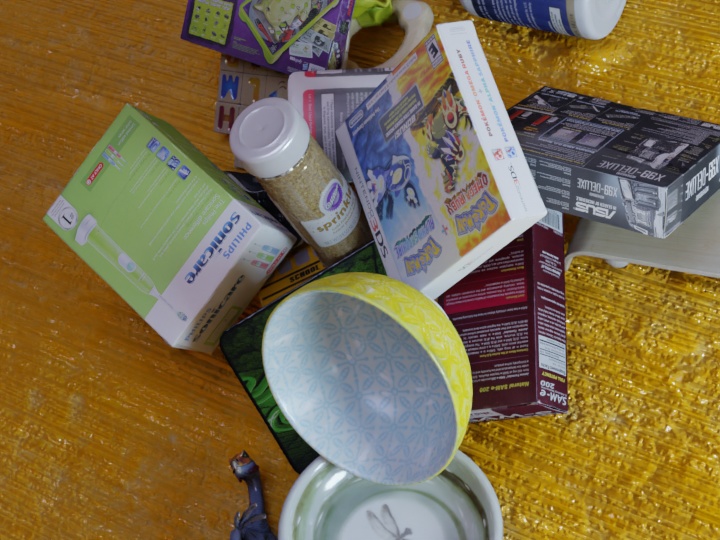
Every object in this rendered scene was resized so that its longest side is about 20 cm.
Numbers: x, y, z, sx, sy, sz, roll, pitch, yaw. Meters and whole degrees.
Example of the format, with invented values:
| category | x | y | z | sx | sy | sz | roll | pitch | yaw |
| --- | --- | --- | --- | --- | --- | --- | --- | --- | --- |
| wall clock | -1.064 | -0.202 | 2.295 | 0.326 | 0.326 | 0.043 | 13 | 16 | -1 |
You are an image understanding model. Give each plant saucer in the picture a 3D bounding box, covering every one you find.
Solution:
| category | x | y | z | sx | sy | sz | roll | pitch | yaw |
| --- | --- | --- | --- | --- | --- | --- | --- | --- | --- |
| plant saucer | 0.027 | 0.238 | 1.344 | 0.198 | 0.050 | 0.202 | -3 | 50 | 4 |

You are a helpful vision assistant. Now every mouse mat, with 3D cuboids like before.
| category | x | y | z | sx | sy | sz | roll | pitch | yaw |
| --- | --- | --- | --- | --- | --- | --- | --- | --- | --- |
| mouse mat | -0.014 | 0.081 | 1.429 | 0.199 | 0.008 | 0.162 | -31 | 95 | 8 |

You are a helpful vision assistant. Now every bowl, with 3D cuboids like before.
| category | x | y | z | sx | sy | sz | roll | pitch | yaw |
| --- | --- | --- | --- | --- | --- | --- | --- | --- | --- |
| bowl | 0.023 | 0.076 | 1.331 | 0.198 | 0.202 | 0.108 | 14 | 38 | 29 |

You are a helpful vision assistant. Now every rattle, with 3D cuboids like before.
| category | x | y | z | sx | sy | sz | roll | pitch | yaw |
| --- | --- | --- | --- | --- | --- | --- | --- | --- | --- |
| rattle | -0.015 | -0.228 | 1.565 | 0.130 | 0.143 | 0.201 | 31 | 74 | 18 |

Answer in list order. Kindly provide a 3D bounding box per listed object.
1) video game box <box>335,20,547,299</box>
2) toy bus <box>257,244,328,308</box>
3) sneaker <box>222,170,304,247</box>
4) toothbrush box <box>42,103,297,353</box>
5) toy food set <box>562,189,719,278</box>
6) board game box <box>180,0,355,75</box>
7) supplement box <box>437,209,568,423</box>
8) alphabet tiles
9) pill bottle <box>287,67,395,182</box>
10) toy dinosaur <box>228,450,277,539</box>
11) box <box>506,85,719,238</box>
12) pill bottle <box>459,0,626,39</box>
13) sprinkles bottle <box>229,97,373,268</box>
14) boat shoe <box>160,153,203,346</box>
| category | x | y | z | sx | sy | sz | roll | pitch | yaw |
| --- | --- | --- | --- | --- | --- | --- | --- | --- | --- |
| video game box | 0.064 | -0.088 | 1.332 | 0.046 | 0.200 | 0.184 | -14 | 74 | -33 |
| toy bus | 0.000 | 0.000 | 1.486 | 0.198 | 0.065 | 0.079 | -26 | 55 | 10 |
| sneaker | -0.085 | -0.062 | 1.561 | 0.199 | 0.087 | 0.077 | 17 | 112 | 49 |
| toothbrush box | -0.186 | -0.040 | 1.475 | 0.200 | 0.086 | 0.146 | 41 | 98 | 23 |
| toy food set | 0.296 | -0.045 | 1.390 | 0.198 | 0.061 | 0.144 | 11 | 58 | 26 |
| board game box | -0.096 | -0.274 | 1.578 | 0.199 | 0.032 | 0.121 | 22 | 109 | 31 |
| supplement box | 0.128 | 0.032 | 1.382 | 0.108 | 0.061 | 0.202 | -10 | 71 | 36 |
| alphabet tiles | -0.084 | -0.202 | 1.595 | 0.165 | 0.006 | 0.203 | 12 | 100 | 33 |
| pill bottle | 0.029 | -0.143 | 1.497 | 0.197 | 0.111 | 0.112 | -2 | 63 | 1 |
| toy dinosaur | -0.109 | 0.262 | 1.394 | 0.200 | 0.105 | 0.182 | -44 | 36 | 12 |
| box | 0.212 | -0.100 | 1.345 | 0.198 | 0.050 | 0.157 | 17 | 32 | 29 |
| pill bottle | 0.163 | -0.305 | 1.538 | 0.198 | 0.111 | 0.112 | 16 | 72 | 29 |
| sprinkles bottle | -0.047 | -0.074 | 1.384 | 0.068 | 0.200 | 0.069 | -12 | 56 | 19 |
| boat shoe | -0.203 | -0.022 | 1.569 | 0.085 | 0.074 | 0.205 | -4 | 86 | 39 |
